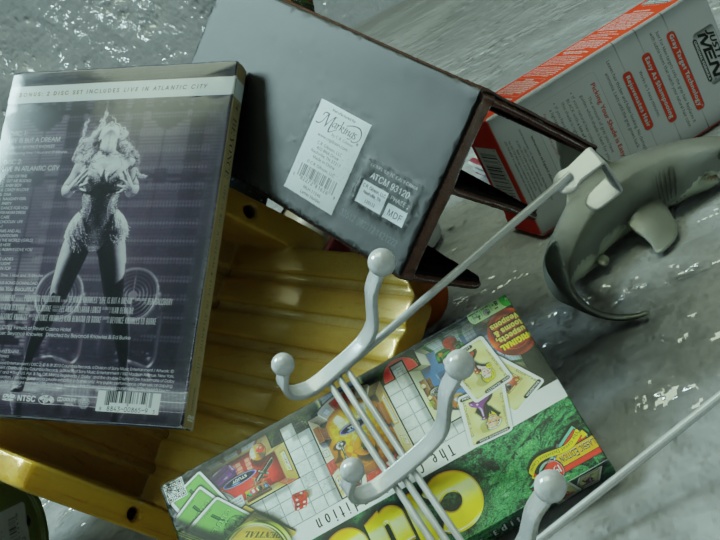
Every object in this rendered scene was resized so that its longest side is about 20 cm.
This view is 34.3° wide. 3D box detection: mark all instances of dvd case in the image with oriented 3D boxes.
[{"bbox_3d":[-0.143,-0.017,0.636,0.148,0.201,0.016,1,-16,21],"label":"dvd case"}]

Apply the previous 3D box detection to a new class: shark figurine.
[{"bbox_3d":[0.144,-0.040,0.742,0.128,0.090,0.214,-13,21,47],"label":"shark figurine"}]

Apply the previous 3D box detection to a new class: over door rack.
[{"bbox_3d":[0.072,0.038,0.522,0.200,0.067,0.148,-34,56,-4],"label":"over door rack"}]

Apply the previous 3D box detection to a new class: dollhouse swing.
[{"bbox_3d":[-0.095,0.044,0.638,0.176,0.181,0.201,-4,63,61],"label":"dollhouse swing"}]

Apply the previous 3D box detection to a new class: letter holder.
[{"bbox_3d":[0.013,-0.075,0.667,0.200,0.101,0.142,32,13,36],"label":"letter holder"}]

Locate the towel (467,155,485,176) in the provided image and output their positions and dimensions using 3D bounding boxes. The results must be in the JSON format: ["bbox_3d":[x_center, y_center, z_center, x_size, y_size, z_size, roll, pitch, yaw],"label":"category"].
[{"bbox_3d":[0.203,-0.132,1.028,0.200,0.023,0.144,-33,19,-7],"label":"towel"}]

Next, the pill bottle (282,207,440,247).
[{"bbox_3d":[-0.024,-0.091,0.962,0.111,0.201,0.111,-26,15,8],"label":"pill bottle"}]

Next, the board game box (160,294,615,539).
[{"bbox_3d":[0.008,0.101,0.559,0.199,0.023,0.105,-30,57,0],"label":"board game box"}]

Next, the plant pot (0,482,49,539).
[{"bbox_3d":[-0.305,0.176,0.727,0.199,0.188,0.187,-7,23,16],"label":"plant pot"}]

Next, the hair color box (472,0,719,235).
[{"bbox_3d":[0.185,-0.122,0.885,0.199,0.102,0.061,-31,16,-10],"label":"hair color box"}]

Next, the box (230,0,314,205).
[{"bbox_3d":[-0.077,-0.114,0.832,0.037,0.201,0.137,11,31,-12],"label":"box"}]

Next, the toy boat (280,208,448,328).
[{"bbox_3d":[0.000,0.000,0.803,0.201,0.130,0.131,-58,8,17],"label":"toy boat"}]
